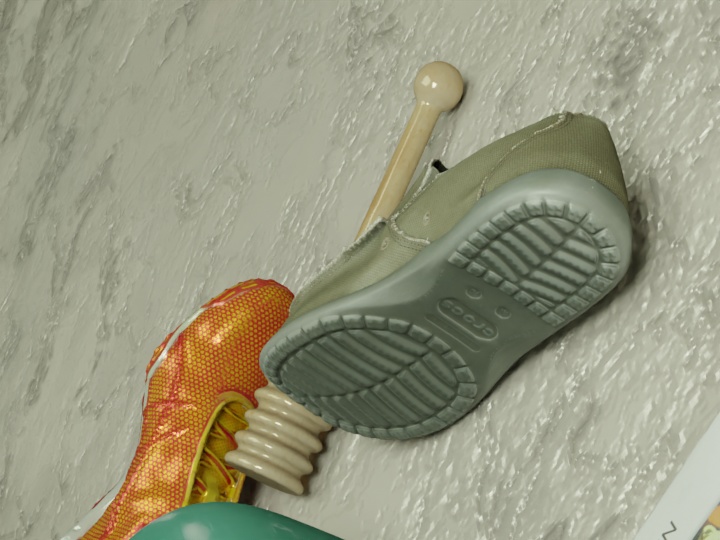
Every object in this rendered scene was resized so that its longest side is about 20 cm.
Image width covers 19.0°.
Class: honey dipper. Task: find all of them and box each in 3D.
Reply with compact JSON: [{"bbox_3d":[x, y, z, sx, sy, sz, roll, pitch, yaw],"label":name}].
[{"bbox_3d":[0.000,0.000,0.936,0.201,0.038,0.038,-64,23,-11],"label":"honey dipper"}]

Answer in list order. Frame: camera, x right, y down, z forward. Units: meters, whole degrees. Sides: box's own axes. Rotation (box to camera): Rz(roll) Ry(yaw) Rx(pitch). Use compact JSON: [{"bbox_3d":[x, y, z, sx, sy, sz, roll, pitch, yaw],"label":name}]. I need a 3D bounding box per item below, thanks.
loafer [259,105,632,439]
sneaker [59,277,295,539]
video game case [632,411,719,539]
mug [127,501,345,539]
[{"bbox_3d":[0.036,0.003,0.820,0.200,0.075,0.070,-32,27,45],"label":"loafer"},{"bbox_3d":[-0.074,0.098,0.953,0.077,0.073,0.201,20,81,50],"label":"sneaker"},{"bbox_3d":[0.097,0.153,0.565,0.182,0.036,0.200,-58,24,16],"label":"video game case"},{"bbox_3d":[-0.050,0.171,0.759,0.152,0.114,0.186,-51,26,27],"label":"mug"}]
